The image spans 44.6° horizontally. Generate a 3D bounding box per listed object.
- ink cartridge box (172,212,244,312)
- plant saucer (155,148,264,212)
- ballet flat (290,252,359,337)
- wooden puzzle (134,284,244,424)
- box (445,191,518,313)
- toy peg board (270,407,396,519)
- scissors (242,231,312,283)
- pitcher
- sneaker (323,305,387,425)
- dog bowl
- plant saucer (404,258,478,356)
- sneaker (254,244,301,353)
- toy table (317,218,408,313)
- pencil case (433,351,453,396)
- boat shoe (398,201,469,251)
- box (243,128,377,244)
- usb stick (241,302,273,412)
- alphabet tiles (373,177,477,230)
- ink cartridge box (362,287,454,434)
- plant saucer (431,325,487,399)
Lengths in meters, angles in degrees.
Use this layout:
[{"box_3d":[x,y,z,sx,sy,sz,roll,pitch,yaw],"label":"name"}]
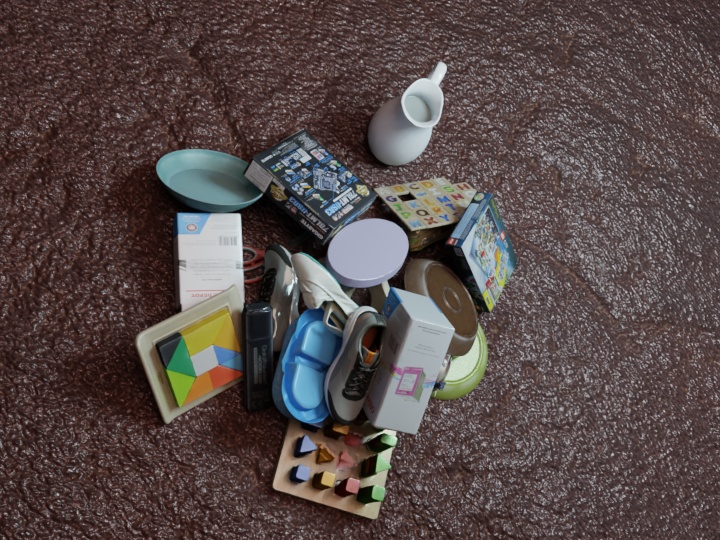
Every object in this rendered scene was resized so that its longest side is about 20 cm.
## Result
[{"box_3d":[-0.268,0.004,1.549,0.115,0.068,0.202,0,82,-20],"label":"ink cartridge box"},{"box_3d":[-0.271,-0.156,1.585,0.198,0.036,0.201,13,31,-8],"label":"plant saucer"},{"box_3d":[-0.054,0.056,1.488,0.200,0.069,0.070,46,62,-21],"label":"ballet flat"},{"box_3d":[-0.264,0.143,1.467,0.199,0.037,0.187,-31,129,-27],"label":"wooden puzzle"},{"box_3d":[0.239,-0.033,1.704,0.137,0.037,0.201,-57,139,-27],"label":"box"},{"box_3d":[-0.028,0.305,1.528,0.197,0.098,0.202,20,66,-13],"label":"toy peg board"},{"box_3d":[-0.148,-0.030,1.646,0.198,0.014,0.074,-17,78,-26],"label":"scissors"},{"box_3d":[0.099,-0.306,1.723,0.121,0.200,0.172,33,64,-7],"label":"pitcher"},{"box_3d":[-0.006,0.161,1.458,0.073,0.079,0.202,13,94,-25],"label":"sneaker"},{"box_3d":[-0.089,0.162,1.499,0.111,0.049,0.202,29,62,-31],"label":"dog bowl"},{"box_3d":[0.158,0.061,1.629,0.200,0.034,0.202,34,39,-33],"label":"plant saucer"},{"box_3d":[-0.152,0.049,1.561,0.079,0.074,0.202,7,72,-39],"label":"sneaker"},{"box_3d":[0.000,0.000,1.602,0.184,0.118,0.199,40,44,23],"label":"toy table"},{"box_3d":[0.066,0.158,1.604,0.198,0.078,0.090,20,90,1],"label":"pencil case"},{"box_3d":[0.157,-0.094,1.754,0.199,0.072,0.069,-21,108,-31],"label":"boat shoe"},{"box_3d":[-0.088,-0.160,1.632,0.198,0.050,0.200,42,35,3],"label":"box"},{"box_3d":[-0.175,0.149,1.500,0.055,0.033,0.202,-9,115,-24],"label":"usb stick"},{"box_3d":[0.148,-0.136,1.733,0.198,0.008,0.167,-12,36,-23],"label":"alphabet tiles"},{"box_3d":[0.070,0.152,1.482,0.084,0.145,0.202,15,106,-17],"label":"ink cartridge box"},{"box_3d":[0.162,0.146,1.689,0.198,0.031,0.202,7,70,-18],"label":"plant saucer"}]
